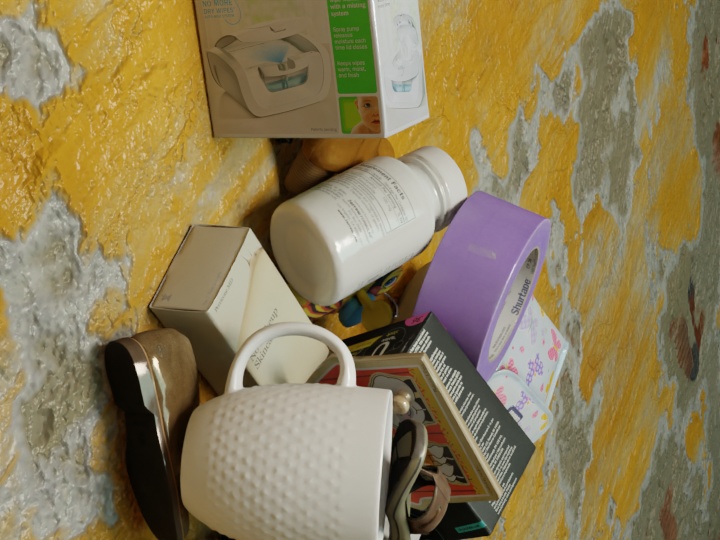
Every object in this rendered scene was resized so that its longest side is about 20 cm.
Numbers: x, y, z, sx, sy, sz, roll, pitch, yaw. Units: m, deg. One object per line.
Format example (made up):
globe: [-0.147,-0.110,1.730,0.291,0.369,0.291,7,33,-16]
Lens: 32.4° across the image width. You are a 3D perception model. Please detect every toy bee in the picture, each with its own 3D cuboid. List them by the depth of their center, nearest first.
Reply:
toy bee: [0.000,0.000,1.371,0.131,0.109,0.200,44,28,3]

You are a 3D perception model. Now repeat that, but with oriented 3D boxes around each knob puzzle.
knob puzzle: [0.015,0.163,1.195,0.031,0.217,0.221,-54,137,-42]

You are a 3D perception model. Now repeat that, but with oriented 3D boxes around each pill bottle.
pill bottle: [0.013,-0.054,1.291,0.199,0.114,0.116,-29,120,-33]

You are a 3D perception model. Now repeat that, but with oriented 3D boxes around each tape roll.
tape roll: [0.131,0.021,1.351,0.201,0.084,0.201,-58,163,-30]

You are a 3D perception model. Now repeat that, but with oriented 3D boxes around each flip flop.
flip flop: [0.053,0.210,1.120,0.082,0.057,0.202,-81,173,-48]

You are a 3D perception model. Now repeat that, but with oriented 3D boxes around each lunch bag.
lunch bag: [0.162,0.131,1.511,0.170,0.126,0.202,49,56,-45]

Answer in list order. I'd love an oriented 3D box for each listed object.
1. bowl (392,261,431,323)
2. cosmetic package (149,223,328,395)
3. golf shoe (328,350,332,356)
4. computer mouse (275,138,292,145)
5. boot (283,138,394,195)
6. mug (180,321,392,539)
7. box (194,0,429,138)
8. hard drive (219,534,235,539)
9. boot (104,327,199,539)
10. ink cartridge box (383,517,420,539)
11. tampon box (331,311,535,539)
bowl: [0.092,0.104,1.578,0.200,0.074,0.201,60,42,-44]
cosmetic package: [-0.113,0.058,1.212,0.201,0.072,0.104,60,44,-46]
golf shoe: [-0.008,0.141,1.394,0.200,0.087,0.078,45,56,-51]
computer mouse: [-0.040,-0.216,1.346,0.199,0.043,0.111,-32,116,-49]
boot: [0.012,-0.151,1.340,0.071,0.144,0.200,50,36,11]
mug: [-0.062,0.146,1.090,0.148,0.173,0.203,55,40,-83]
box: [-0.047,-0.222,1.172,0.097,0.198,0.179,-33,122,-54]
hard drive: [-0.083,0.309,1.327,0.140,0.037,0.202,-47,133,-49]
boot: [-0.170,0.150,1.110,0.075,0.073,0.203,-20,109,-43]
ink cartridge box: [-0.021,0.340,1.252,0.117,0.067,0.202,-11,125,-57]
tampon box: [0.055,0.169,1.293,0.201,0.149,0.127,53,47,-17]
